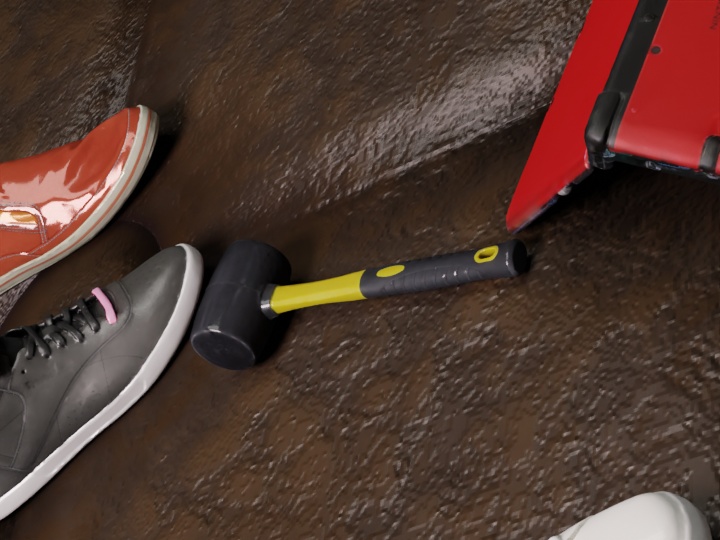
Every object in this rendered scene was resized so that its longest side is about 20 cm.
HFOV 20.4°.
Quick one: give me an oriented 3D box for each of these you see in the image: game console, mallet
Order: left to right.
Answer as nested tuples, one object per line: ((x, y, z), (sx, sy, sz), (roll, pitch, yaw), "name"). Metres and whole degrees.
((0.000, 0.000, 1.016), (0.200, 0.041, 0.066), (-16, 43, 32), "mallet")
((0.171, -0.105, 0.936), (0.172, 0.119, 0.200), (15, 65, 19), "game console")

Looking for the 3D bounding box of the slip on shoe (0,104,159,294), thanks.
((-0.208, -0.044, 1.265), (0.200, 0.061, 0.074), (-32, 36, 22), "slip on shoe")

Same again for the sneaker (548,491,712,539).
((0.045, 0.148, 0.775), (0.200, 0.085, 0.073), (-41, 33, 9), "sneaker")

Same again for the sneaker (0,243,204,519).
((-0.179, 0.044, 1.112), (0.200, 0.099, 0.071), (-46, 32, 3), "sneaker")
